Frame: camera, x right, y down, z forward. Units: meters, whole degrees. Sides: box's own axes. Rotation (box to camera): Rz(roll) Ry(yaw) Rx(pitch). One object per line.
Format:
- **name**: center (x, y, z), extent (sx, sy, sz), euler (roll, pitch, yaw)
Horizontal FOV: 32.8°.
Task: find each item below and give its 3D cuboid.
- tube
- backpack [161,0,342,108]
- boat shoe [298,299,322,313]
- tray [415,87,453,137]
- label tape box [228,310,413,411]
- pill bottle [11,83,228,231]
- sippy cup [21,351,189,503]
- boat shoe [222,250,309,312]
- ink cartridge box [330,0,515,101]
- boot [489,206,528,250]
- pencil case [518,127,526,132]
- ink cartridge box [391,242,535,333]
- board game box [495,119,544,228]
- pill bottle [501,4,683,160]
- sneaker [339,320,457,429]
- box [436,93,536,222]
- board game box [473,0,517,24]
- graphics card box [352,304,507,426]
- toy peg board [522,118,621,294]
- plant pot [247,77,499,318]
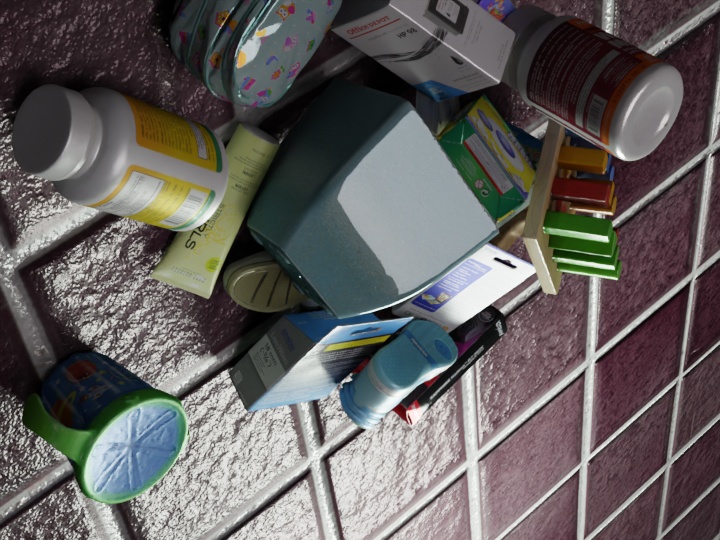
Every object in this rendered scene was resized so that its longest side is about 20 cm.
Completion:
- **tube**: center (-0.155, -0.064, 1.353), extent (0.201, 0.058, 0.052), euler (-60, 170, 13)
- **backpack**: center (-0.099, -0.263, 1.188), extent (0.201, 0.126, 0.167), euler (-54, 148, 6)
- **boat shoe**: center (0.000, 0.000, 1.579), extent (0.199, 0.072, 0.071), euler (-26, 145, -18)
- **tray**: center (0.090, -0.201, 1.433), extent (0.108, 0.022, 0.202), euler (59, 28, -54)
- **label tape box**: center (-0.050, 0.092, 1.523), extent (0.143, 0.064, 0.200), euler (-5, 149, -47)
- **pill bottle**: center (-0.230, -0.110, 1.175), extent (0.199, 0.113, 0.114), euler (15, 107, -53)
- **sippy cup**: center (-0.277, 0.160, 1.327), extent (0.139, 0.130, 0.179), euler (-41, 142, -16)
- **boat shoe**: center (-0.087, -0.002, 1.466), extent (0.199, 0.069, 0.075), euler (-4, 132, -41)
- **ink cartridge box**: center (0.051, -0.265, 1.299), extent (0.199, 0.115, 0.067), euler (29, 71, -28)
- **boot**: center (0.180, -0.020, 1.687), extent (0.199, 0.076, 0.073), euler (-37, 156, 19)
- **pencil case**: center (0.164, -0.109, 1.652), extent (0.200, 0.087, 0.078), euler (-40, 117, -20)
- **ink cartridge box**: center (0.136, 0.017, 1.607), extent (0.094, 0.037, 0.200), euler (23, 141, -28)
- **board game box**: center (0.131, -0.111, 1.559), extent (0.199, 0.147, 0.065), euler (-37, 139, -23)
- **pill bottle**: center (0.240, -0.209, 1.324), extent (0.109, 0.200, 0.110), euler (-29, 138, -29)
- **sneaker**: center (0.041, 0.140, 1.614), extent (0.131, 0.080, 0.199), euler (-46, 165, 31)
- **box**: center (0.150, -0.135, 1.403), extent (0.048, 0.118, 0.200), euler (-35, -173, 17)
- **board game box**: center (0.136, -0.292, 1.425), extent (0.045, 0.134, 0.200), euler (-53, 145, 1)
- **graphics card box**: center (0.096, 0.106, 1.715), extent (0.200, 0.125, 0.051), euler (-42, 143, -15)
- **toy peg board**: center (0.282, -0.090, 1.519), extent (0.200, 0.097, 0.201), euler (53, 49, -64)
- **plant pot**: center (-0.007, -0.063, 1.355), extent (0.200, 0.196, 0.197), euler (-44, 118, -9)
